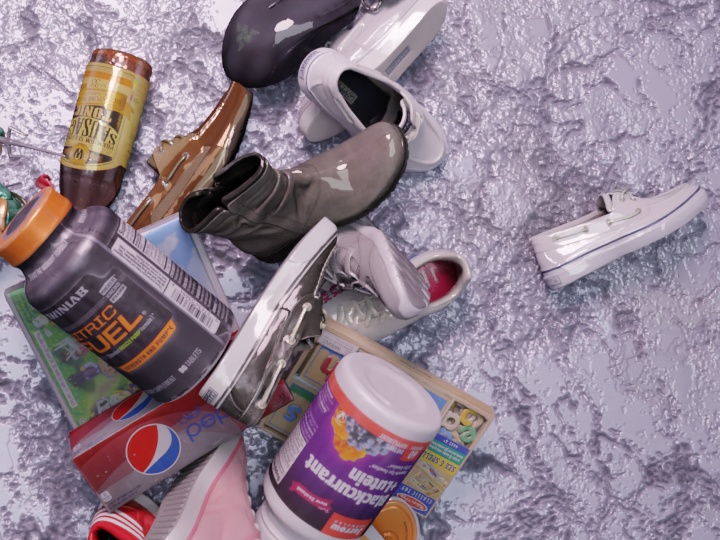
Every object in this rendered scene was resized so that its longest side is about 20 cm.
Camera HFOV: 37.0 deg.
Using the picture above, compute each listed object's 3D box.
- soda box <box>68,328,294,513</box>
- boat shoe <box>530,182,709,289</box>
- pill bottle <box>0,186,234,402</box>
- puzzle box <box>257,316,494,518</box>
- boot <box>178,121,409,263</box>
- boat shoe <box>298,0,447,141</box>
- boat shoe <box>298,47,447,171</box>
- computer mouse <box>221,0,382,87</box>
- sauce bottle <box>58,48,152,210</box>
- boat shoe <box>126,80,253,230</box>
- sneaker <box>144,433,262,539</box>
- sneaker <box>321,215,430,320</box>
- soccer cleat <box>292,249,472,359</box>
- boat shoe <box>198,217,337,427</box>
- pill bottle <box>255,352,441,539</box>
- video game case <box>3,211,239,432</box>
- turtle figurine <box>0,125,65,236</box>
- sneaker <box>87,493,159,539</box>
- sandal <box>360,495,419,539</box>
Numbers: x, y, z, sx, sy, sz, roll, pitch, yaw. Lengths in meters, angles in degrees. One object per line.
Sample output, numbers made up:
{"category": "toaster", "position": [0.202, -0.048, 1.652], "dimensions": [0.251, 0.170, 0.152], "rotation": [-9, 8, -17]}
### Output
{"category": "soda box", "position": [-0.167, 0.135, 1.002], "dimensions": [0.199, 0.063, 0.070], "rotation": [-31, 111, -9]}
{"category": "boat shoe", "position": [0.273, -0.053, 1.132], "dimensions": [0.199, 0.074, 0.067], "rotation": [-29, 95, -11]}
{"category": "pill bottle", "position": [-0.214, 0.017, 0.929], "dimensions": [0.200, 0.106, 0.106], "rotation": [42, 79, -23]}
{"category": "puzzle box", "position": [0.014, 0.146, 1.063], "dimensions": [0.199, 0.025, 0.133], "rotation": [29, 107, -8]}
{"category": "boot", "position": [-0.059, -0.078, 0.979], "dimensions": [0.200, 0.131, 0.068], "rotation": [-35, 63, 17]}
{"category": "boat shoe", "position": [0.000, -0.219, 1.096], "dimensions": [0.068, 0.072, 0.200], "rotation": [41, 90, 22]}
{"category": "boat shoe", "position": [0.025, -0.145, 1.052], "dimensions": [0.200, 0.065, 0.074], "rotation": [24, 96, -41]}
{"category": "computer mouse", "position": [-0.064, -0.268, 1.070], "dimensions": [0.200, 0.053, 0.138], "rotation": [-45, 67, -6]}
{"category": "sauce bottle", "position": [-0.252, -0.110, 1.033], "dimensions": [0.066, 0.066, 0.201], "rotation": [13, 82, -10]}
{"category": "boat shoe", "position": [-0.171, -0.097, 1.045], "dimensions": [0.074, 0.076, 0.201], "rotation": [27, 81, -5]}
{"category": "sneaker", "position": [-0.126, 0.231, 0.983], "dimensions": [0.105, 0.200, 0.075], "rotation": [44, 112, -10]}
{"category": "sneaker", "position": [0.000, 0.000, 1.030], "dimensions": [0.082, 0.200, 0.075], "rotation": [-43, 124, 2]}
{"category": "soccer cleat", "position": [0.021, 0.031, 1.069], "dimensions": [0.199, 0.086, 0.070], "rotation": [-28, 92, -12]}
{"category": "boat shoe", "position": [-0.065, 0.045, 0.958], "dimensions": [0.064, 0.071, 0.200], "rotation": [33, 70, -5]}
{"category": "pill bottle", "position": [-0.021, 0.186, 1.005], "dimensions": [0.111, 0.111, 0.200], "rotation": [31, 107, -8]}
{"category": "video game case", "position": [-0.207, 0.068, 1.016], "dimensions": [0.181, 0.022, 0.201], "rotation": [-25, 111, -11]}
{"category": "turtle figurine", "position": [-0.358, -0.048, 0.982], "dimensions": [0.199, 0.101, 0.150], "rotation": [-2, 68, 10]}
{"category": "sneaker", "position": [-0.172, 0.291, 0.989], "dimensions": [0.200, 0.116, 0.079], "rotation": [34, 98, -2]}
{"category": "sandal", "position": [-0.013, 0.315, 1.050], "dimensions": [0.079, 0.059, 0.207], "rotation": [45, 83, -12]}
